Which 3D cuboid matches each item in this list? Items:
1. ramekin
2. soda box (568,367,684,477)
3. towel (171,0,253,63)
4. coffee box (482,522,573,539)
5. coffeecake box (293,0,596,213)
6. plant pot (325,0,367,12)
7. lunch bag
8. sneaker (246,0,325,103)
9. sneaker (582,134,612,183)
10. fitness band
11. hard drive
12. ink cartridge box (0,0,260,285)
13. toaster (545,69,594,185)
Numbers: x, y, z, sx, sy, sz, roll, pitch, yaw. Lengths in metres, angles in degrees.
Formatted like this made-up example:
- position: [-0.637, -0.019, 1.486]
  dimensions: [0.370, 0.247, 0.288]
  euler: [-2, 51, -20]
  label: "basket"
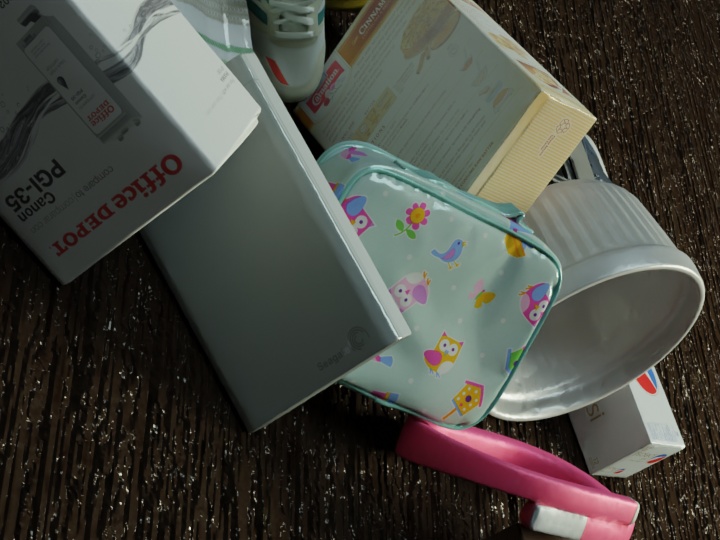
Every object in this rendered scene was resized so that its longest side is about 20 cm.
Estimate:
- position: [0.160, 0.019, 1.249]
  dimensions: [0.199, 0.200, 0.106]
  euler: [16, 40, -49]
  label: "ramekin"
- position: [0.208, 0.075, 1.384]
  dimensions: [0.063, 0.068, 0.202]
  euler: [13, 52, -50]
  label: "soda box"
- position: [-0.108, -0.159, 1.109]
  dimensions: [0.149, 0.030, 0.203]
  euler: [5, 72, -68]
  label: "towel"
- position: [0.154, 0.255, 1.126]
  dimensions: [0.199, 0.079, 0.115]
  euler: [17, 47, -48]
  label: "coffee box"
- position: [0.057, -0.118, 1.195]
  dimensions: [0.073, 0.154, 0.200]
  euler: [18, 25, -45]
  label: "coffeecake box"
- position: [-0.023, -0.293, 1.274]
  dimensions: [0.201, 0.199, 0.142]
  euler: [55, 37, -3]
  label: "plant pot"
- position: [0.034, 0.009, 1.084]
  dimensions: [0.199, 0.162, 0.077]
  euler: [25, 6, -30]
  label: "lunch bag"
- position: [-0.059, -0.215, 1.174]
  dimensions: [0.094, 0.069, 0.202]
  euler: [-111, -162, -67]
  label: "sneaker"
- position: [0.203, -0.067, 1.486]
  dimensions: [0.146, 0.077, 0.204]
  euler: [28, 30, -57]
  label: "sneaker"
- position: [0.114, 0.147, 1.128]
  dimensions: [0.199, 0.038, 0.143]
  euler: [21, 4, -42]
  label: "fitness band"
- position: [-0.069, -0.016, 1.000]
  dimensions: [0.201, 0.131, 0.026]
  euler: [61, 29, 6]
  label: "hard drive"
- position: [-0.177, -0.114, 0.917]
  dimensions: [0.200, 0.146, 0.083]
  euler: [49, 32, -14]
  label: "ink cartridge box"
- position: [0.104, -0.086, 1.333]
  dimensions: [0.199, 0.118, 0.183]
  euler: [19, 48, -47]
  label: "toaster"
